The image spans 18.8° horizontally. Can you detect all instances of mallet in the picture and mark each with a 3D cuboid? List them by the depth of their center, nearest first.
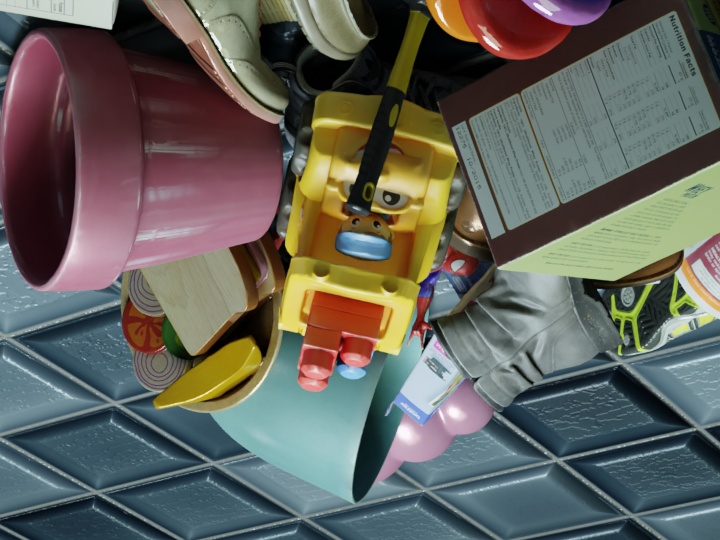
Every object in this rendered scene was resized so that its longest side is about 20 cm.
[{"bbox_3d":[0.020,-0.139,1.540,0.066,0.200,0.041,36,159,-34],"label":"mallet"}]

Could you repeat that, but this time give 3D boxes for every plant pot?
[{"bbox_3d":[-0.165,-0.085,1.671,0.179,0.200,0.200,-1,154,-25],"label":"plant pot"},{"bbox_3d":[-0.046,0.088,1.952,0.161,0.201,0.201,18,152,11],"label":"plant pot"}]

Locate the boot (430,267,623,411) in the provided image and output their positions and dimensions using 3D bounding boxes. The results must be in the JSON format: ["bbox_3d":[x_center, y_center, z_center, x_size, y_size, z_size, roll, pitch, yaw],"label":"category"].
[{"bbox_3d":[0.109,0.017,1.697,0.132,0.070,0.200,-28,114,8],"label":"boot"}]

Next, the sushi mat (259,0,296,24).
[{"bbox_3d":[-0.094,-0.236,1.556,0.096,0.012,0.200,-5,150,16],"label":"sushi mat"}]

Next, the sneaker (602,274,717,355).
[{"bbox_3d":[0.286,0.029,1.926,0.076,0.075,0.200,2,163,-32],"label":"sneaker"}]

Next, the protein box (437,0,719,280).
[{"bbox_3d":[0.202,-0.096,1.556,0.200,0.135,0.199,-26,164,28],"label":"protein box"}]

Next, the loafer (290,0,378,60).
[{"bbox_3d":[-0.026,-0.218,1.512,0.067,0.076,0.200,-21,147,12],"label":"loafer"}]

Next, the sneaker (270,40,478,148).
[{"bbox_3d":[0.029,-0.134,1.658,0.200,0.076,0.114,-1,153,13],"label":"sneaker"}]

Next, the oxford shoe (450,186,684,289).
[{"bbox_3d":[0.169,-0.035,1.741,0.200,0.071,0.071,9,144,-9],"label":"oxford shoe"}]

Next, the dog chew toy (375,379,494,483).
[{"bbox_3d":[0.039,0.135,2.095,0.200,0.125,0.125,-17,146,18],"label":"dog chew toy"}]

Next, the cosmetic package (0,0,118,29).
[{"bbox_3d":[-0.261,-0.237,1.502,0.200,0.071,0.105,10,152,-5],"label":"cosmetic package"}]

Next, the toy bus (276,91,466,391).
[{"bbox_3d":[-0.003,-0.012,1.623,0.136,0.192,0.200,14,153,-1],"label":"toy bus"}]

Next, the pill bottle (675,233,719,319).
[{"bbox_3d":[0.347,-0.046,1.744,0.114,0.114,0.200,16,149,-21],"label":"pill bottle"}]

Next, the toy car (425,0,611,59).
[{"bbox_3d":[0.117,-0.218,1.426,0.175,0.150,0.200,21,146,-28],"label":"toy car"}]

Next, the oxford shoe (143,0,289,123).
[{"bbox_3d":[-0.091,-0.176,1.569,0.074,0.071,0.200,-44,145,-2],"label":"oxford shoe"}]

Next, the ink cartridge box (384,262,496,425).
[{"bbox_3d":[0.091,0.058,1.863,0.042,0.119,0.200,41,150,5],"label":"ink cartridge box"}]

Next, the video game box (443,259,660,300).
[{"bbox_3d":[0.146,-0.042,1.842,0.182,0.047,0.200,-9,148,17],"label":"video game box"}]

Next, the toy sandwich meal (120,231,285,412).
[{"bbox_3d":[-0.145,0.029,1.859,0.205,0.205,0.070,-21,171,36],"label":"toy sandwich meal"}]

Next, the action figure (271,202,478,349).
[{"bbox_3d":[0.000,0.000,1.825,0.200,0.099,0.065,7,153,25],"label":"action figure"}]
